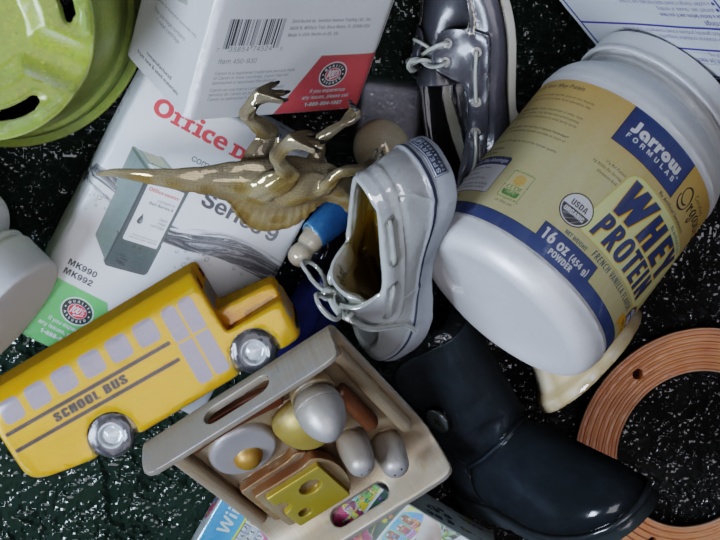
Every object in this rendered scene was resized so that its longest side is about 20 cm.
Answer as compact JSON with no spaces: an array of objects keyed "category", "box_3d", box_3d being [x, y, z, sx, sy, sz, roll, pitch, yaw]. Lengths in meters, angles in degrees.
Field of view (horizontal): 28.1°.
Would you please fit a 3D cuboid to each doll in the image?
[{"category":"doll","box_3d":[-0.017,-0.012,1.012,0.048,0.136,0.202,32,106,24]}]

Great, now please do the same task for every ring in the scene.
[{"category":"ring","box_3d":[0.263,0.140,1.144,0.198,0.019,0.203,-2,104,-9]}]

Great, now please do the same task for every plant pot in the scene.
[{"category":"plant pot","box_3d":[-0.228,-0.161,0.891,0.198,0.184,0.203,-2,105,-9]}]

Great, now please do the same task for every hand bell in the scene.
[{"category":"hand bell","box_3d":[0.101,-0.002,1.057,0.200,0.104,0.104,44,94,-4]}]

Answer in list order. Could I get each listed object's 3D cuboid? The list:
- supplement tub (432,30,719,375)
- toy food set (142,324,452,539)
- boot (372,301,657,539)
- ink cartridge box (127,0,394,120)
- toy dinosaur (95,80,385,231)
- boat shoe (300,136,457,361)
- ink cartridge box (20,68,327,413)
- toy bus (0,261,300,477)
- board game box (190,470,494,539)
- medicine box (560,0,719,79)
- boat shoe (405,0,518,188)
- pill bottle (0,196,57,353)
[{"category":"supplement tub","box_3d":[0.151,-0.047,0.964,0.144,0.144,0.200,45,73,-17]},{"category":"toy food set","box_3d":[-0.035,0.128,0.949,0.143,0.061,0.200,-33,141,6]},{"category":"boot","box_3d":[0.099,0.107,1.022,0.076,0.199,0.169,-41,112,-26]},{"category":"ink cartridge box","box_3d":[-0.047,-0.205,0.904,0.146,0.083,0.201,-9,132,-40]},{"category":"toy dinosaur","box_3d":[-0.057,-0.061,0.899,0.198,0.059,0.102,4,137,-22]},{"category":"boat shoe","box_3d":[0.003,0.003,0.925,0.085,0.075,0.203,-24,154,-24]},{"category":"ink cartridge box","box_3d":[-0.130,-0.026,0.996,0.145,0.084,0.201,26,99,-14]},{"category":"toy bus","box_3d":[-0.139,0.059,0.937,0.199,0.065,0.079,-30,100,2]},{"category":"board game box","box_3d":[-0.019,0.214,1.071,0.199,0.064,0.149,30,98,-3]},{"category":"medicine box","box_3d":[0.194,-0.225,0.928,0.200,0.182,0.103,43,81,-27]},{"category":"boat shoe","box_3d":[0.066,-0.141,1.000,0.062,0.072,0.202,-23,114,-28]},{"category":"pill bottle","box_3d":[-0.297,-0.032,0.916,0.199,0.113,0.114,40,96,6]}]
